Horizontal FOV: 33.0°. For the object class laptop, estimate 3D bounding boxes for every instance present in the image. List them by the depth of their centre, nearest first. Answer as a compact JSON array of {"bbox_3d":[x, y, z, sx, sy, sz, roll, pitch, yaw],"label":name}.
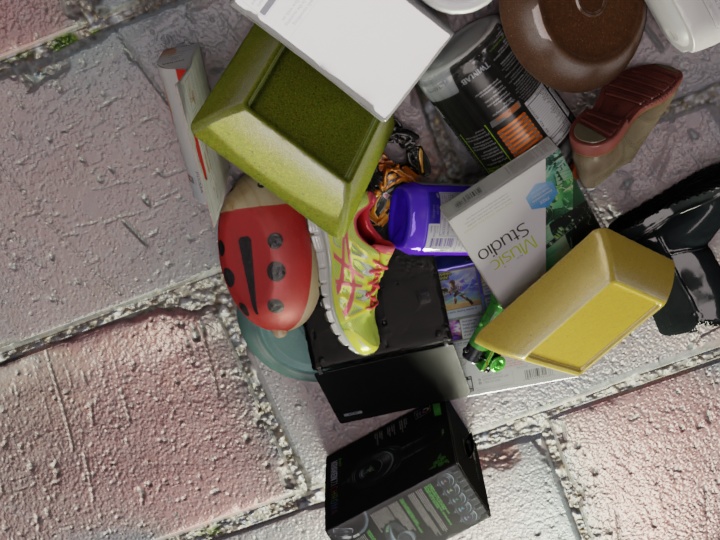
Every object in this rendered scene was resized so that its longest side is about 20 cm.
[{"bbox_3d":[0.028,0.077,1.498,0.176,0.103,0.202,-13,87,9],"label":"laptop"}]

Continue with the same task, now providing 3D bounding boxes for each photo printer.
[{"bbox_3d":[0.371,-0.352,1.321,0.166,0.069,0.201,-39,110,-9],"label":"photo printer"}]

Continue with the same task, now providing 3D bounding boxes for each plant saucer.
[{"bbox_3d":[-0.056,-0.166,1.305,0.199,0.201,0.048,36,139,-13],"label":"plant saucer"},{"bbox_3d":[0.243,-0.297,1.329,0.199,0.037,0.203,-2,95,-26],"label":"plant saucer"},{"bbox_3d":[0.258,0.052,1.396,0.200,0.049,0.199,-43,146,23],"label":"plant saucer"},{"bbox_3d":[-0.057,0.057,1.520,0.198,0.036,0.202,0,112,-1],"label":"plant saucer"}]

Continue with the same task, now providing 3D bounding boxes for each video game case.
[{"bbox_3d":[0.163,0.062,1.520,0.198,0.046,0.183,-11,113,3],"label":"video game case"}]

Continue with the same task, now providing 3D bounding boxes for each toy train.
[{"bbox_3d":[0.180,0.037,1.456,0.056,0.042,0.201,13,114,-31],"label":"toy train"}]

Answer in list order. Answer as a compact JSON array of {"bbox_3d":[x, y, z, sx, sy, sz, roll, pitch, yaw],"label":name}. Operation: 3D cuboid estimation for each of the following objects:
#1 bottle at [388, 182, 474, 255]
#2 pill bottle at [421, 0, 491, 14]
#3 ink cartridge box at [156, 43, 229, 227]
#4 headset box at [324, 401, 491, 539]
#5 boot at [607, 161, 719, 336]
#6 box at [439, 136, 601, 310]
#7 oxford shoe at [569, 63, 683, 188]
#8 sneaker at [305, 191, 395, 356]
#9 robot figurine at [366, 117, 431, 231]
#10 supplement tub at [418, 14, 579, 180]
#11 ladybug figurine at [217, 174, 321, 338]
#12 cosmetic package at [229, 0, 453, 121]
[{"bbox_3d":[0.131,-0.060,1.430,0.198,0.065,0.084,-1,103,-26],"label":"bottle"},{"bbox_3d":[0.096,-0.338,1.272,0.105,0.200,0.107,0,113,1],"label":"pill bottle"},{"bbox_3d":[-0.190,-0.148,1.344,0.050,0.200,0.164,-10,112,5],"label":"ink cartridge box"},{"bbox_3d":[0.062,0.268,1.532,0.199,0.174,0.093,-29,111,11],"label":"headset box"},{"bbox_3d":[0.420,-0.025,1.470,0.199,0.077,0.169,-29,106,18],"label":"boot"},{"bbox_3d":[0.195,-0.034,1.370,0.144,0.036,0.200,-33,127,5],"label":"box"},{"bbox_3d":[0.299,-0.168,1.381,0.200,0.070,0.075,-38,139,-30],"label":"oxford shoe"},{"bbox_3d":[0.000,0.000,1.398,0.089,0.078,0.202,-11,99,17],"label":"sneaker"},{"bbox_3d":[-0.014,-0.131,1.431,0.199,0.058,0.145,37,108,-14],"label":"robot figurine"},{"bbox_3d":[0.166,-0.177,1.381,0.122,0.123,0.200,-35,109,12],"label":"supplement tub"},{"bbox_3d":[-0.113,-0.018,1.438,0.135,0.072,0.202,-10,94,30],"label":"ladybug figurine"},{"bbox_3d":[-0.017,-0.286,1.291,0.199,0.200,0.123,37,108,-15],"label":"cosmetic package"}]
